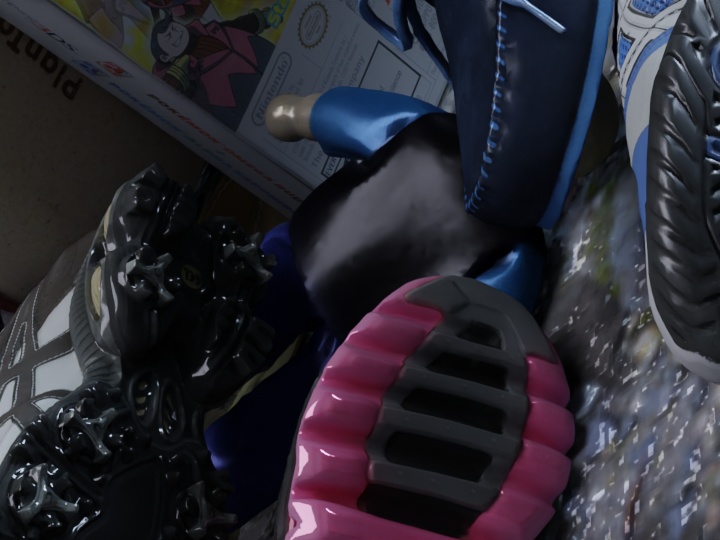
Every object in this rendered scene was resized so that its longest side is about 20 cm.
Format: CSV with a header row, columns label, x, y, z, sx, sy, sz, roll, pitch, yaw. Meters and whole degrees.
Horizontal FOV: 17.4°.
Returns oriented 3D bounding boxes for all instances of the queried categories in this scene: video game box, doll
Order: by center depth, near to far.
label,x,y,z,sx,sy,sz,roll,pitch,yaw
doll,0.000,0.000,0.741,0.200,0.048,0.137,-41,56,24
video game box,-0.027,-0.138,0.802,0.047,0.182,0.201,7,68,46

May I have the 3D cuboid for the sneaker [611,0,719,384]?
label,x,y,z,sx,sy,sz,roll,pitch,yaw
sneaker,0.104,-0.051,0.610,0.077,0.075,0.201,115,169,-54

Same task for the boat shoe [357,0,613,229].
label,x,y,z,sx,sy,sz,roll,pitch,yaw
boat shoe,0.031,-0.100,0.677,0.084,0.068,0.201,114,161,-53

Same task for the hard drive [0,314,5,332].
label,x,y,z,sx,sy,sz,roll,pitch,yaw
hard drive,-0.146,0.128,0.799,0.140,0.038,0.201,-30,72,46

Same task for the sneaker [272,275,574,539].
label,x,y,z,sx,sy,sz,roll,pitch,yaw
sneaker,-0.002,0.096,0.651,0.095,0.079,0.201,132,160,-62

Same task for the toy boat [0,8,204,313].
label,x,y,z,sx,sy,sz,roll,pitch,yaw
toy boat,-0.148,-0.071,0.815,0.130,0.200,0.131,6,61,46

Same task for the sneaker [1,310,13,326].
label,x,y,z,sx,sy,sz,roll,pitch,yaw
sneaker,-0.165,0.070,1.004,0.112,0.077,0.200,-57,13,19

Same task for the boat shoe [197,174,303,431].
label,x,y,z,sx,sy,sz,roll,pitch,yaw
boat shoe,-0.073,0.042,0.847,0.073,0.063,0.201,-11,54,61

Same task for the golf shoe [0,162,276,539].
label,x,y,z,sx,sy,sz,roll,pitch,yaw
golf shoe,-0.084,0.063,0.685,0.094,0.078,0.200,-33,25,36
